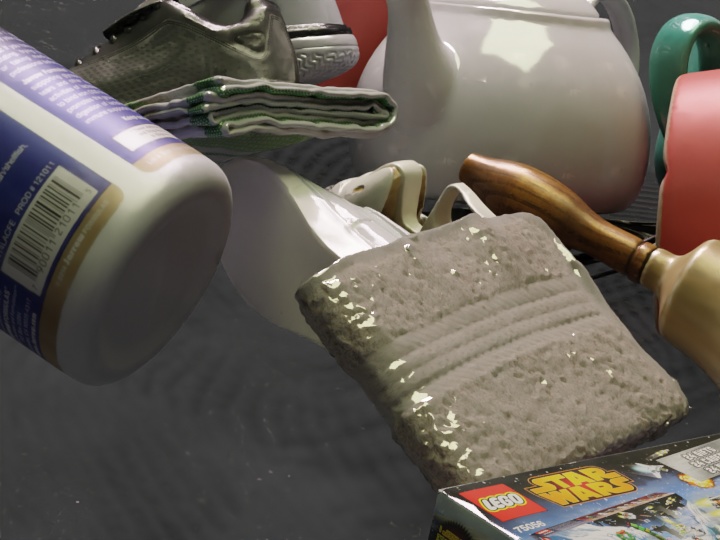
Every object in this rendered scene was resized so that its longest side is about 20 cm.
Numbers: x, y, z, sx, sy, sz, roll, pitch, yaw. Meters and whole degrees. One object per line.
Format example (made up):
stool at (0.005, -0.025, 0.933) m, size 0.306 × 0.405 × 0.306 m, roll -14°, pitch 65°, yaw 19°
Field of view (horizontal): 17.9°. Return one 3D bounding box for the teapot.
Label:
teapot at (0.090, -0.116, 1.383) m, size 0.195 × 0.148 × 0.200 m, roll 6°, pitch 6°, yaw -6°

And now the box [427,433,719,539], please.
box at (0.141, 0.120, 0.927) m, size 0.199 × 0.040 × 0.137 m, roll -6°, pitch 26°, yaw -43°

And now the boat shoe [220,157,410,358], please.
boat shoe at (0.000, 0.000, 1.148) m, size 0.068 × 0.073 × 0.199 m, roll -1°, pitch 22°, yaw -42°

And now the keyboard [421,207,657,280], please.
keyboard at (0.129, -0.010, 1.345) m, size 0.198 × 0.040 × 0.104 m, roll 3°, pitch -3°, yaw -22°

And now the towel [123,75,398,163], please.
towel at (-0.098, -0.063, 1.204) m, size 0.199 × 0.031 × 0.149 m, roll -13°, pitch -8°, yaw 39°

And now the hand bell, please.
hand bell at (0.136, -0.007, 1.147) m, size 0.199 × 0.105 × 0.104 m, roll 31°, pitch 24°, yaw 22°

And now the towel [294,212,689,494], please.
towel at (0.066, 0.038, 1.043) m, size 0.133 × 0.035 × 0.199 m, roll 52°, pitch 33°, yaw 14°

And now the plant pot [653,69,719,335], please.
plant pot at (0.251, -0.029, 1.226) m, size 0.176 × 0.202 × 0.200 m, roll 5°, pitch 16°, yaw 13°

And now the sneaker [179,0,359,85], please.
sneaker at (-0.106, -0.150, 1.367) m, size 0.198 × 0.116 × 0.075 m, roll -14°, pitch -1°, yaw 11°

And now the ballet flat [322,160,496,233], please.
ballet flat at (0.034, -0.021, 1.236) m, size 0.199 × 0.073 × 0.072 m, roll 26°, pitch 23°, yaw 37°

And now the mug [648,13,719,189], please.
mug at (0.242, -0.074, 1.400) m, size 0.184 × 0.115 × 0.152 m, roll 21°, pitch -8°, yaw -5°

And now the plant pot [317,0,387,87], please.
plant pot at (-0.035, -0.201, 1.477) m, size 0.199 × 0.179 × 0.200 m, roll 14°, pitch 0°, yaw 0°

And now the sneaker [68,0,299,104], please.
sneaker at (-0.126, -0.111, 1.302) m, size 0.198 × 0.091 × 0.066 m, roll -7°, pitch -11°, yaw 7°

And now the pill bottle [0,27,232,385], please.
pill bottle at (-0.166, -0.045, 1.044) m, size 0.199 × 0.116 × 0.116 m, roll 33°, pitch 24°, yaw 18°
